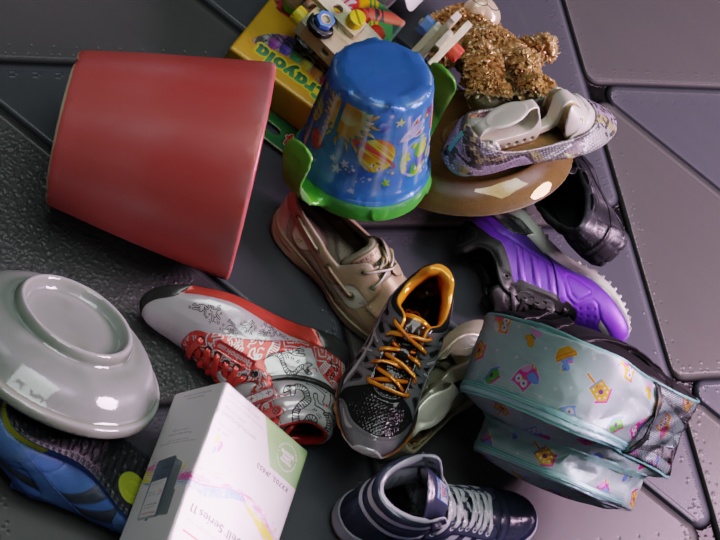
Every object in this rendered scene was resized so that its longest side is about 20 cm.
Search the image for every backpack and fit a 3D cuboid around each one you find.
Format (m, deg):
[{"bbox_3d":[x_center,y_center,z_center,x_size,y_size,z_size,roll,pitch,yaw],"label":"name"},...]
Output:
[{"bbox_3d":[0.183,0.121,1.514,0.200,0.175,0.154,41,74,-49],"label":"backpack"}]

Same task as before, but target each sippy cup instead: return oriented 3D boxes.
[{"bbox_3d":[0.010,-0.138,1.562,0.139,0.131,0.179,15,48,1],"label":"sippy cup"}]

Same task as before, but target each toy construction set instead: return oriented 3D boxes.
[{"bbox_3d":[0.006,-0.249,1.664,0.200,0.092,0.131,36,56,11],"label":"toy construction set"}]

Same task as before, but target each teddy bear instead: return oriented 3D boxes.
[{"bbox_3d":[0.135,-0.224,1.724,0.144,0.067,0.201,2,34,2],"label":"teddy bear"}]

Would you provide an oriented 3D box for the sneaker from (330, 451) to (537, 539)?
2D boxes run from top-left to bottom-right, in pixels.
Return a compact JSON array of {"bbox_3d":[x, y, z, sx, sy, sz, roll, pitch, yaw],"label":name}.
[{"bbox_3d":[0.084,0.210,1.493,0.199,0.109,0.071,4,62,-22],"label":"sneaker"}]

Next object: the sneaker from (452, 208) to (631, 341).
[{"bbox_3d":[0.170,0.023,1.665,0.200,0.070,0.100,41,62,6],"label":"sneaker"}]

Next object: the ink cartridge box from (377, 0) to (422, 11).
[{"bbox_3d":[0.017,-0.379,1.775,0.200,0.125,0.129,40,55,1],"label":"ink cartridge box"}]

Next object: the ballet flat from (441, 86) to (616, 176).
[{"bbox_3d":[0.172,-0.139,1.612,0.199,0.072,0.072,-16,70,-26],"label":"ballet flat"}]

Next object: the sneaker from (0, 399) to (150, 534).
[{"bbox_3d":[-0.238,0.172,1.410,0.200,0.078,0.066,39,38,-22],"label":"sneaker"}]

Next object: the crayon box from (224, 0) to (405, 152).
[{"bbox_3d":[-0.055,-0.216,1.699,0.127,0.051,0.200,35,56,-3],"label":"crayon box"}]

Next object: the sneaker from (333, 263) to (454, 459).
[{"bbox_3d":[0.033,0.075,1.499,0.078,0.077,0.201,22,55,-4],"label":"sneaker"}]

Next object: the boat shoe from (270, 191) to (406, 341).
[{"bbox_3d":[0.000,0.000,1.597,0.200,0.065,0.072,45,55,4],"label":"boat shoe"}]

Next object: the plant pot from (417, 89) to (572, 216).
[{"bbox_3d":[0.112,-0.125,1.677,0.198,0.028,0.201,-2,40,1],"label":"plant pot"}]

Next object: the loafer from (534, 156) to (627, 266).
[{"bbox_3d":[0.204,-0.082,1.687,0.070,0.068,0.201,37,17,-35],"label":"loafer"}]

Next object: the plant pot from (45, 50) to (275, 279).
[{"bbox_3d":[-0.181,-0.108,1.514,0.176,0.201,0.202,13,58,-5],"label":"plant pot"}]

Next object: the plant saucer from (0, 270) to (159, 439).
[{"bbox_3d":[-0.247,0.055,1.408,0.199,0.050,0.200,29,24,-14],"label":"plant saucer"}]

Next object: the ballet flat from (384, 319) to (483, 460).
[{"bbox_3d":[0.082,0.108,1.573,0.069,0.070,0.200,45,56,5],"label":"ballet flat"}]

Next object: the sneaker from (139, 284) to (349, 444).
[{"bbox_3d":[-0.107,0.089,1.500,0.200,0.067,0.109,20,55,-16],"label":"sneaker"}]

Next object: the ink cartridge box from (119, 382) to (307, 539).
[{"bbox_3d":[-0.127,0.210,1.398,0.117,0.067,0.201,44,49,-34],"label":"ink cartridge box"}]
